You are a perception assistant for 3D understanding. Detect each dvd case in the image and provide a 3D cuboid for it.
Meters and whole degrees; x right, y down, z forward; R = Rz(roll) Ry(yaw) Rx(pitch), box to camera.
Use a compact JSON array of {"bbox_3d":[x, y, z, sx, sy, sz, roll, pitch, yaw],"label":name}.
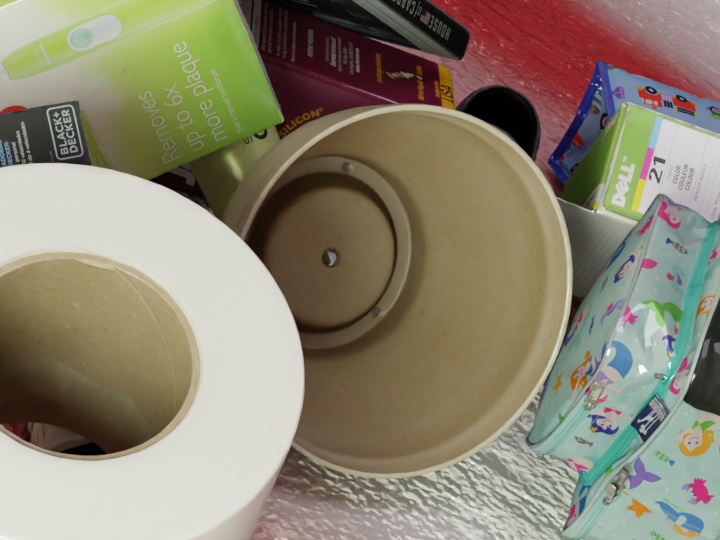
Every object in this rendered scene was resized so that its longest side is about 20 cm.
[{"bbox_3d":[-0.047,-0.181,1.406,0.199,0.025,0.150,17,-3,26],"label":"dvd case"}]

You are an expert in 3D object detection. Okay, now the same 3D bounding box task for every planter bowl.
[{"bbox_3d":[0.000,0.000,1.261,0.199,0.202,0.135,11,7,-24],"label":"planter bowl"}]

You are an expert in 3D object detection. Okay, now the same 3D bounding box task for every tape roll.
[{"bbox_3d":[-0.136,0.073,1.009,0.201,0.140,0.204,9,52,-11],"label":"tape roll"}]

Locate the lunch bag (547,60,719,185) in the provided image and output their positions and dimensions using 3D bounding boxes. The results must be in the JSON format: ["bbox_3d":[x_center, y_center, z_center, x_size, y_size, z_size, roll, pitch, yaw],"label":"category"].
[{"bbox_3d":[0.229,-0.044,1.565,0.149,0.095,0.200,17,27,-16],"label":"lunch bag"}]

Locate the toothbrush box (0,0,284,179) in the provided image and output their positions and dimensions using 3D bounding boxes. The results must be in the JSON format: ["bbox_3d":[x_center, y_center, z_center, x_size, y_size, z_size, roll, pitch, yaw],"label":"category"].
[{"bbox_3d":[-0.162,-0.118,1.247,0.199,0.146,0.086,-22,43,0],"label":"toothbrush box"}]

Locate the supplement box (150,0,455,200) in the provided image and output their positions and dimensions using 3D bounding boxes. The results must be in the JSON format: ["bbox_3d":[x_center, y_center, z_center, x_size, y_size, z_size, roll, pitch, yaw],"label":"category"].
[{"bbox_3d":[-0.051,-0.097,1.428,0.199,0.111,0.086,19,28,-12],"label":"supplement box"}]

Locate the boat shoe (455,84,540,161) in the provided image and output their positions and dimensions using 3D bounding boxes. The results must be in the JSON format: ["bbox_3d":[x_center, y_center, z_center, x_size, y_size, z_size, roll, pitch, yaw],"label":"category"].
[{"bbox_3d":[0.075,-0.064,1.527,0.073,0.063,0.202,28,31,-1],"label":"boat shoe"}]

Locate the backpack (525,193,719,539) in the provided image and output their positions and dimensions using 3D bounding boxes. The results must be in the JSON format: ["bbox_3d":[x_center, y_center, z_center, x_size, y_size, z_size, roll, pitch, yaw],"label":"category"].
[{"bbox_3d":[0.179,0.072,1.252,0.150,0.201,0.178,23,45,4],"label":"backpack"}]

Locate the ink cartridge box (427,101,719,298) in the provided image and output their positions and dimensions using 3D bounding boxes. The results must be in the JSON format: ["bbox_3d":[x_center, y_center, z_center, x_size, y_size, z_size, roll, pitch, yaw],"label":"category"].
[{"bbox_3d":[0.133,-0.045,1.367,0.199,0.148,0.076,20,71,-3],"label":"ink cartridge box"}]

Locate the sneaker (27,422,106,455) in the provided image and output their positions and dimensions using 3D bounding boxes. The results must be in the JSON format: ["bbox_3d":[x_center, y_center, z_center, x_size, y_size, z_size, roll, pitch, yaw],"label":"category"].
[{"bbox_3d":[-0.141,0.061,1.148,0.199,0.078,0.099,36,35,19],"label":"sneaker"}]

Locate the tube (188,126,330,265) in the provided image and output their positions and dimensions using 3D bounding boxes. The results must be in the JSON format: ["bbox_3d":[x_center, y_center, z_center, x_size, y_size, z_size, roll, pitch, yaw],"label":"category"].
[{"bbox_3d":[-0.082,-0.084,1.341,0.058,0.052,0.201,-25,92,-45],"label":"tube"}]

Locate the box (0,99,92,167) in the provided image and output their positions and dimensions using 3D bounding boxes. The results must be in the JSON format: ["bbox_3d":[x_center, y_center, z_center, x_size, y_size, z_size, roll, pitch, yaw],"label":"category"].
[{"bbox_3d":[-0.231,-0.023,1.095,0.198,0.117,0.061,-11,80,-15],"label":"box"}]

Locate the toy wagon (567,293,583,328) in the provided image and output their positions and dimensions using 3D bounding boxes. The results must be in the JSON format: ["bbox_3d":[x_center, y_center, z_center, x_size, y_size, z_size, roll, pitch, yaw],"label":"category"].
[{"bbox_3d":[0.179,0.052,1.442,0.155,0.040,0.200,32,30,11],"label":"toy wagon"}]
